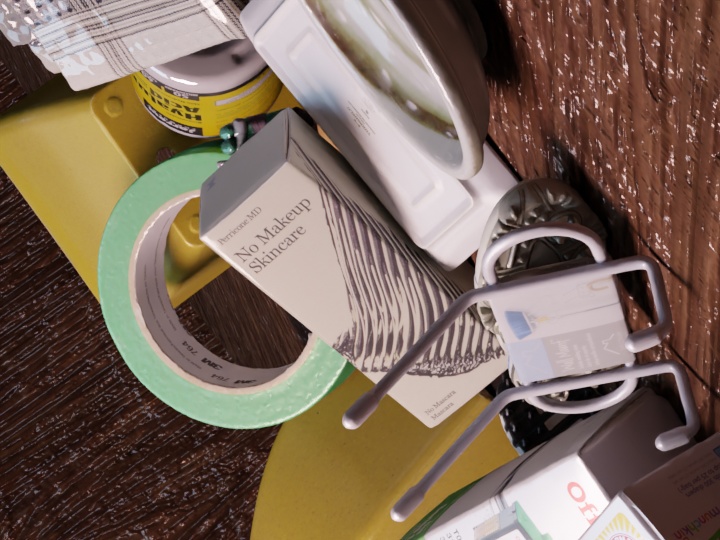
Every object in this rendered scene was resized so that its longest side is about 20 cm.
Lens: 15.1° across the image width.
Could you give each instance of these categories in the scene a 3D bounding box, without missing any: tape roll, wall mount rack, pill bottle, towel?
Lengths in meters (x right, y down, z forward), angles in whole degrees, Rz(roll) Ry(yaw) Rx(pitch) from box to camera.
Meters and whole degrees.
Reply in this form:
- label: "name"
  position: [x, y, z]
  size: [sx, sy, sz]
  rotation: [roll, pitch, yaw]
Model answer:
- label: "tape roll"
  position: [-0.086, 0.009, 1.893]
  size: [0.200, 0.200, 0.048]
  rotation: [54, -153, 0]
- label: "wall mount rack"
  position: [0.084, 0.059, 1.425]
  size: [0.200, 0.174, 0.075]
  rotation: [66, -167, -57]
- label: "pill bottle"
  position: [-0.104, -0.152, 1.836]
  size: [0.111, 0.111, 0.200]
  rotation: [53, 173, 8]
- label: "towel"
  position: [-0.185, -0.197, 1.668]
  size: [0.200, 0.035, 0.193]
  rotation: [-8, 132, 45]

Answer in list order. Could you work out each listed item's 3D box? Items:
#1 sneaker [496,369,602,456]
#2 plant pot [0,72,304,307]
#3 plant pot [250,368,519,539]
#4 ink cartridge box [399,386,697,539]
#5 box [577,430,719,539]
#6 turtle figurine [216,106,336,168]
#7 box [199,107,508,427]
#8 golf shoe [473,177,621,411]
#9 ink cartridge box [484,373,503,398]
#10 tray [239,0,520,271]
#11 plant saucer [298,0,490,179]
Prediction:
- label: "sneaker"
  position: [0.155, 0.137, 1.713]
  size: [0.200, 0.066, 0.091]
  rotation: [45, 166, 38]
- label: "plant pot"
  position: [-0.135, -0.094, 2.030]
  size: [0.200, 0.200, 0.176]
  rotation: [54, 160, -4]
- label: "plant pot"
  position: [0.040, 0.175, 1.922]
  size: [0.195, 0.200, 0.194]
  rotation: [41, 180, -33]
- label: "ink cartridge box"
  position: [0.131, 0.177, 1.607]
  size: [0.146, 0.084, 0.200]
  rotation: [54, 138, 0]
- label: "box"
  position: [0.159, 0.183, 1.431]
  size: [0.101, 0.112, 0.200]
  rotation: [51, 140, 16]
- label: "turtle figurine"
  position: [-0.017, -0.074, 1.709]
  size: [0.150, 0.101, 0.200]
  rotation: [29, 143, 27]
- label: "box"
  position: [0.000, 0.000, 1.630]
  size: [0.200, 0.082, 0.068]
  rotation: [39, -156, -23]
- label: "golf shoe"
  position: [0.089, -0.006, 1.492]
  size: [0.200, 0.078, 0.097]
  rotation: [78, 169, -58]
- label: "ink cartridge box"
  position: [0.049, -0.004, 1.857]
  size: [0.200, 0.037, 0.095]
  rotation: [61, 170, -32]
- label: "tray"
  position: [0.007, -0.092, 1.574]
  size: [0.200, 0.022, 0.107]
  rotation: [51, 144, 2]
- label: "plant saucer"
  position: [0.016, -0.141, 1.408]
  size: [0.200, 0.050, 0.200]
  rotation: [52, 172, 11]
